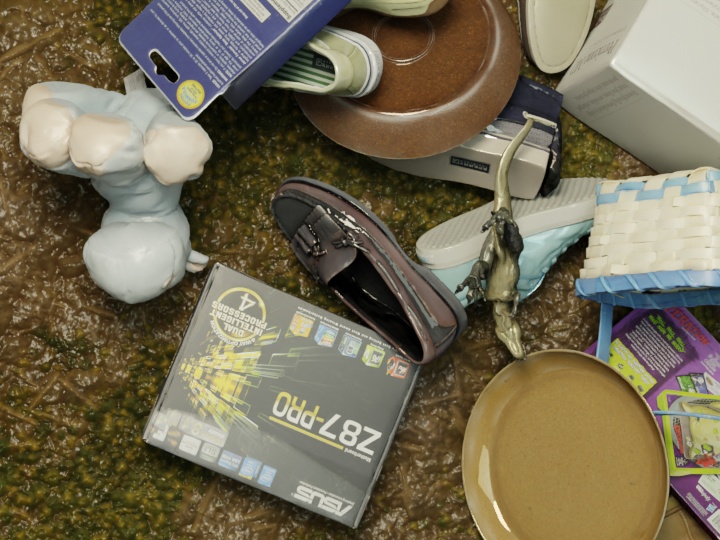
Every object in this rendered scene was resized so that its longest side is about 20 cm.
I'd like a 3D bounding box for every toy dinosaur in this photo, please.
[{"bbox_3d":[0.114,-0.019,1.205,0.047,0.088,0.202,8,104,20],"label":"toy dinosaur"}]

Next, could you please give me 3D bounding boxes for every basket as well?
[{"bbox_3d":[0.266,0.022,1.215,0.138,0.175,0.202,13,81,-41],"label":"basket"}]

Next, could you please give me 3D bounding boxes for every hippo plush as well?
[{"bbox_3d":[-0.198,-0.063,1.199,0.157,0.200,0.162,6,111,-4],"label":"hippo plush"}]

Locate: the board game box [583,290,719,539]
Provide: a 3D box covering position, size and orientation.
[{"bbox_3d":[0.286,0.123,1.283,0.120,0.032,0.200,-39,71,-5],"label":"board game box"}]

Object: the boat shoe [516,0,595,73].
[{"bbox_3d":[0.162,-0.276,1.296,0.071,0.059,0.202,-9,107,-28],"label":"boat shoe"}]

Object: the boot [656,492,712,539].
[{"bbox_3d":[0.277,0.296,1.294,0.174,0.066,0.202,-24,93,-9],"label":"boot"}]

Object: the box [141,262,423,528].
[{"bbox_3d":[-0.065,0.105,1.253,0.198,0.049,0.163,24,87,-9],"label":"box"}]

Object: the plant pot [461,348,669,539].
[{"bbox_3d":[0.174,0.167,1.243,0.027,0.199,0.203,3,86,-51],"label":"plant pot"}]

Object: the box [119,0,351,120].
[{"bbox_3d":[-0.086,-0.211,1.161,0.200,0.032,0.121,-42,58,0],"label":"box"}]

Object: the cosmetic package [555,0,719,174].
[{"bbox_3d":[0.299,-0.197,1.266,0.164,0.165,0.201,33,82,-6],"label":"cosmetic package"}]

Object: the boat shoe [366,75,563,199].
[{"bbox_3d":[0.083,-0.132,1.284,0.198,0.075,0.093,18,58,1],"label":"boat shoe"}]

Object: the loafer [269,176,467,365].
[{"bbox_3d":[0.000,0.000,1.239,0.200,0.072,0.063,39,44,3],"label":"loafer"}]

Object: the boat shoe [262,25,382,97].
[{"bbox_3d":[-0.076,-0.183,1.205,0.198,0.062,0.073,15,104,32],"label":"boat shoe"}]

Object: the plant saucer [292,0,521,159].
[{"bbox_3d":[0.036,-0.188,1.244,0.198,0.035,0.202,-2,64,5],"label":"plant saucer"}]

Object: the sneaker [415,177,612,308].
[{"bbox_3d":[0.144,-0.021,1.291,0.198,0.074,0.083,-19,115,-11],"label":"sneaker"}]

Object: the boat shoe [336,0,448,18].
[{"bbox_3d":[-0.021,-0.254,1.215,0.198,0.076,0.072,2,58,28],"label":"boat shoe"}]
